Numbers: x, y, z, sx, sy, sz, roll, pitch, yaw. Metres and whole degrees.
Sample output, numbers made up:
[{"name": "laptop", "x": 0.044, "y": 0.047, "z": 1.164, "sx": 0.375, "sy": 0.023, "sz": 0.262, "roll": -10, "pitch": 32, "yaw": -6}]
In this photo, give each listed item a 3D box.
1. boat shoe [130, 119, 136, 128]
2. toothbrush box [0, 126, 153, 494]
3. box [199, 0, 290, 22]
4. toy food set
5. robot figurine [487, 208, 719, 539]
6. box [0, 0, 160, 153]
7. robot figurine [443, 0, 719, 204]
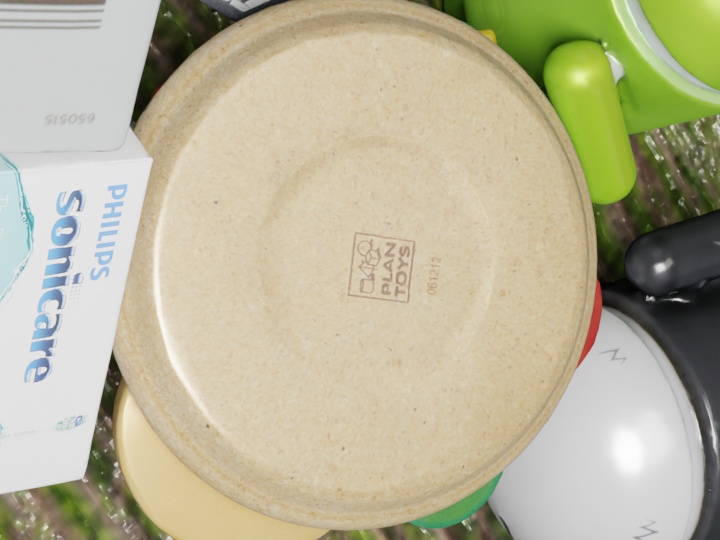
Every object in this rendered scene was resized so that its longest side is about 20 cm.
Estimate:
[{"name": "boat shoe", "x": -0.070, "y": -0.004, "z": 0.806, "sx": 0.200, "sy": 0.067, "sz": 0.074, "roll": 45, "pitch": 67, "yaw": -20}, {"name": "toothbrush box", "x": -0.182, "y": 0.007, "z": 0.690, "sx": 0.200, "sy": 0.085, "sz": 0.147, "roll": -8, "pitch": 133, "yaw": -29}, {"name": "box", "x": -0.072, "y": -0.198, "z": 0.745, "sx": 0.200, "sy": 0.161, "sz": 0.049, "roll": 31, "pitch": 31, "yaw": -9}, {"name": "toy food set", "x": 0.000, "y": 0.000, "z": 0.772, "sx": 0.198, "sy": 0.049, "sz": 0.200, "roll": -10, "pitch": 95, "yaw": -22}, {"name": "robot figurine", "x": 0.140, "y": 0.058, "z": 0.894, "sx": 0.200, "sy": 0.125, "sz": 0.150, "roll": -13, "pitch": 84, "yaw": -30}, {"name": "box", "x": -0.165, "y": -0.158, "z": 0.616, "sx": 0.200, "sy": 0.171, "sz": 0.199, "roll": -2, "pitch": 125, "yaw": -30}, {"name": "robot figurine", "x": 0.119, "y": -0.116, "z": 0.843, "sx": 0.116, "sy": 0.200, "sz": 0.175, "roll": 50, "pitch": 63, "yaw": -17}]
